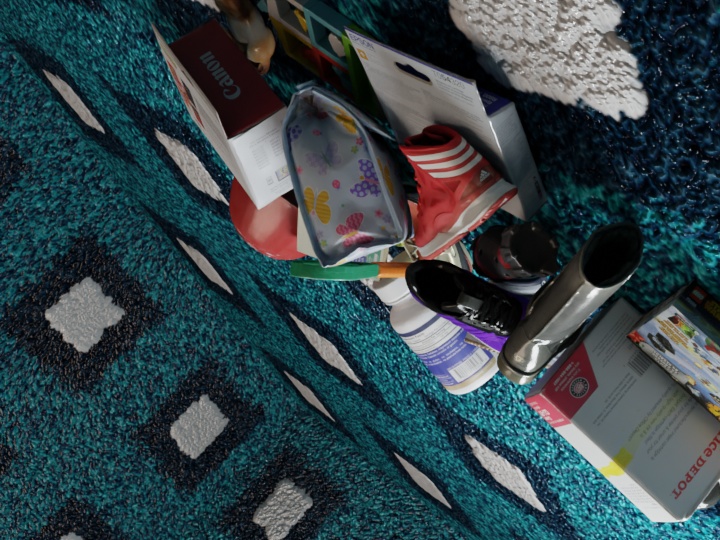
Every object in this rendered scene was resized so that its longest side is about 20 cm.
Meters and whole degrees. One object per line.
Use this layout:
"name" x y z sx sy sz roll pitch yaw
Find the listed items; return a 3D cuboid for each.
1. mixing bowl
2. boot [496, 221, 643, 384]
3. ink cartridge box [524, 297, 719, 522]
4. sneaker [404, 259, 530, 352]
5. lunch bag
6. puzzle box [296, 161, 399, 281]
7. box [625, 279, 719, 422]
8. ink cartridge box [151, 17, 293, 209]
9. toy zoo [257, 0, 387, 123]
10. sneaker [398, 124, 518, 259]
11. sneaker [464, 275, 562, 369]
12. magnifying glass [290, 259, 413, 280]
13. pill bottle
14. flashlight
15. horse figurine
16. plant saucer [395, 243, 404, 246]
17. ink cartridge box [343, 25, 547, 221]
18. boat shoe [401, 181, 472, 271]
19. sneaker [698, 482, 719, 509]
"mixing bowl" -0.122 -0.089 1.511 0.199 0.109 0.200 34 -161 -13
"boot" 0.224 0.014 1.027 0.072 0.182 0.201 30 138 10
"ink cartridge box" 0.303 0.154 1.096 0.200 0.145 0.083 43 166 6
"sneaker" 0.134 0.043 1.141 0.199 0.070 0.099 25 178 16
"lunch bag" -0.013 -0.117 1.159 0.170 0.126 0.202 -21 -89 -82
"puzzle box" -0.021 -0.082 1.350 0.132 0.025 0.201 21 137 13
"box" 0.368 0.105 0.992 0.200 0.040 0.137 43 165 7
"ink cartridge box" -0.158 -0.207 1.226 0.200 0.083 0.176 52 169 34
"toy zoo" -0.045 -0.264 1.162 0.200 0.020 0.131 39 165 23
"sneaker" 0.084 -0.090 1.051 0.116 0.078 0.200 53 155 1
"sneaker" 0.226 0.063 1.246 0.199 0.110 0.070 18 177 -30
"magnifying glass" 0.000 0.000 1.220 0.199 0.023 0.079 -2 -172 -43
"pill bottle" 0.112 0.068 1.445 0.200 0.120 0.120 49 165 -15
"flashlight" 0.163 -0.023 1.087 0.200 0.067 0.069 104 164 -87
"horse figurine" -0.156 -0.317 1.272 0.132 0.050 0.201 40 164 41
"plant saucer" 0.005 -0.103 1.416 0.200 0.048 0.200 50 165 -17
"ink cartridge box" 0.089 -0.160 1.030 0.196 0.043 0.201 35 162 41
"boat shoe" 0.090 -0.032 1.300 0.071 0.063 0.200 -6 138 31
"sneaker" 0.370 0.207 1.210 0.200 0.075 0.116 44 163 6
